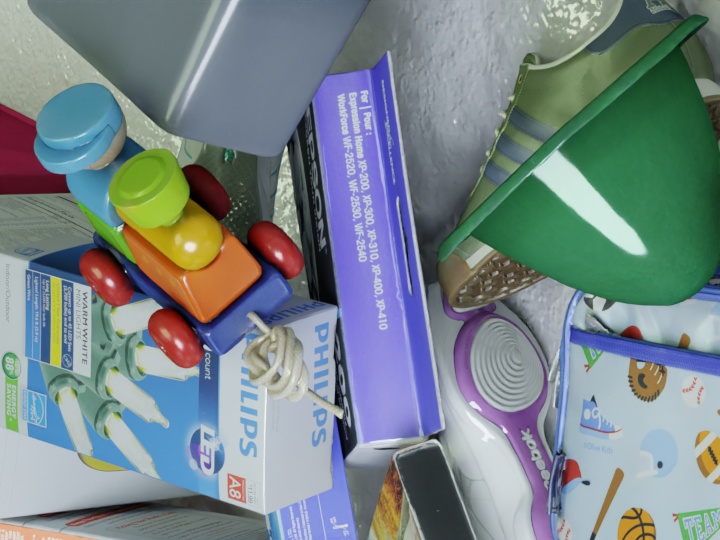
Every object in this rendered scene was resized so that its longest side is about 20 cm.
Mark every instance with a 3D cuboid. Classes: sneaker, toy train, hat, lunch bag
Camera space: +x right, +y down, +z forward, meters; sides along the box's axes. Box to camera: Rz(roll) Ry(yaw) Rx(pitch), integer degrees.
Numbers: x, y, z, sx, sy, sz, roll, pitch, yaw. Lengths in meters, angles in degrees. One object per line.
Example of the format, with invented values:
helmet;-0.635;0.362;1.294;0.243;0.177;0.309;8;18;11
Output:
sneaker;0.102;-0.067;1.497;0.200;0.067;0.090;-40;62;38
toy train;-0.082;-0.012;1.453;0.200;0.085;0.116;38;166;45
sneaker;-0.071;-0.053;1.638;0.070;0.080;0.201;15;93;10
hat;0.151;0.000;1.337;0.166;0.200;0.176;-43;89;5
lunch bag;0.168;0.075;1.359;0.200;0.075;0.161;12;99;48
sneaker;0.061;0.103;1.550;0.100;0.075;0.201;-38;64;45

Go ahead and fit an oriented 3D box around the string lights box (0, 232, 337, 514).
string lights box;-0.105;0.052;1.575;0.200;0.059;0.103;14;110;38

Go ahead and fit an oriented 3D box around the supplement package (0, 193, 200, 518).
supplement package;-0.183;0.046;1.748;0.150;0.199;0.152;24;111;48

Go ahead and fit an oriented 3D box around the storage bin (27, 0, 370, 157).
storage bin;-0.089;-0.156;1.526;0.200;0.145;0.135;40;110;43

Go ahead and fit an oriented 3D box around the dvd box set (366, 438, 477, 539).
dvd box set;0.040;0.190;1.546;0.200;0.029;0.147;104;149;-66

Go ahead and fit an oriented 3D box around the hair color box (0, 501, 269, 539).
hair color box;-0.140;0.172;1.718;0.199;0.111;0.064;8;98;25

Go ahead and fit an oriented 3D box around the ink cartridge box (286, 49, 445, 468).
ink cartridge box;0.000;0.000;1.570;0.200;0.043;0.199;127;135;-78

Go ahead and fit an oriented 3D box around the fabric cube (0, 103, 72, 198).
fabric cube;-0.290;0.002;1.880;0.200;0.199;0.197;25;112;47

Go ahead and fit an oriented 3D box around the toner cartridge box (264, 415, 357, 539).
toner cartridge box;-0.031;0.121;1.625;0.095;0.043;0.201;142;118;-81
